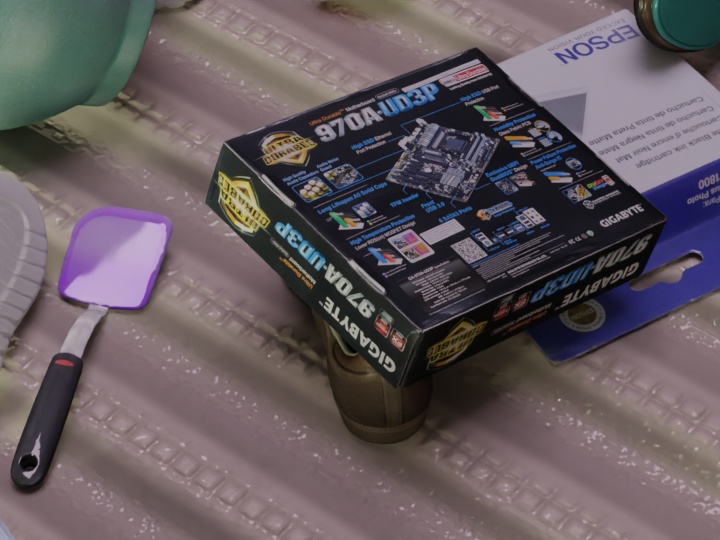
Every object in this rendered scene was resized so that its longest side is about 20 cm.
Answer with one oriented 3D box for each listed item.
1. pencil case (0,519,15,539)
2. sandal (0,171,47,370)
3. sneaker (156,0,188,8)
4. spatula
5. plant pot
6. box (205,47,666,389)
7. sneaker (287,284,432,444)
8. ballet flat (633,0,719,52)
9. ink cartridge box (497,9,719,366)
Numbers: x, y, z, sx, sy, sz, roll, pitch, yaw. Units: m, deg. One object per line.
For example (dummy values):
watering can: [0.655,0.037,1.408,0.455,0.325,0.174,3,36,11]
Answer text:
pencil case: [-0.162,0.185,1.247,0.091,0.083,0.200,-43,56,-9]
sandal: [-0.226,0.023,1.435,0.050,0.082,0.203,-29,33,35]
sneaker: [-0.196,-0.219,1.661,0.198,0.082,0.075,1,44,2]
spatula: [-0.155,0.040,1.440,0.056,0.021,0.201,10,46,8]
plant pot: [-0.200,-0.168,1.553,0.133,0.201,0.201,14,39,-25]
box: [0.042,-0.033,1.404,0.199,0.046,0.159,-24,57,-40]
sneaker: [0.000,0.000,1.441,0.070,0.076,0.201,-11,46,-11]
ballet flat: [0.213,-0.172,1.607,0.068,0.069,0.199,22,23,39]
ink cartridge box: [0.134,-0.055,1.521,0.199,0.041,0.200,-24,50,-23]
